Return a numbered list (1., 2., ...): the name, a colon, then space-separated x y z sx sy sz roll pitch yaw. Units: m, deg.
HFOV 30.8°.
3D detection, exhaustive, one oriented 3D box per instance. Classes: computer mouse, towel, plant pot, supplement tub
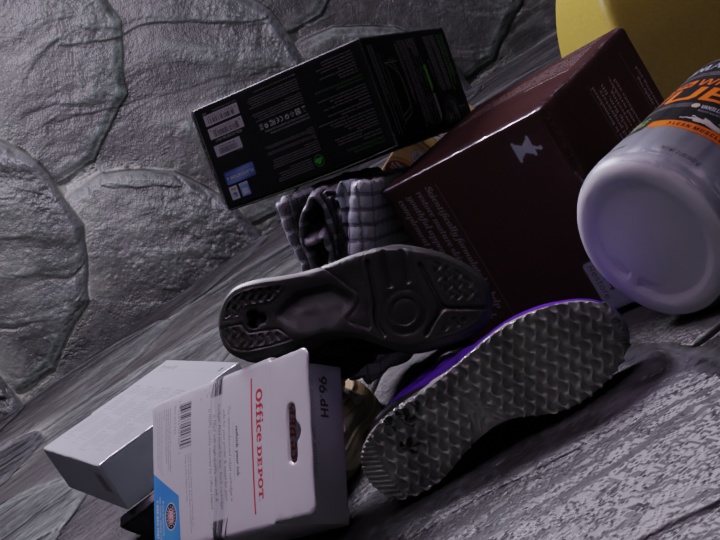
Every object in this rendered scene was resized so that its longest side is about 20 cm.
1. computer mouse: -0.112 0.174 1.145 0.140 0.046 0.200 -37 -4 31
2. towel: 0.000 0.000 1.108 0.085 0.168 0.200 -1 9 17
3. plant pot: 0.330 -0.276 1.472 0.193 0.201 0.195 -34 10 -9
4. supplement tub: 0.248 -0.070 0.908 0.200 0.123 0.122 -40 11 -37

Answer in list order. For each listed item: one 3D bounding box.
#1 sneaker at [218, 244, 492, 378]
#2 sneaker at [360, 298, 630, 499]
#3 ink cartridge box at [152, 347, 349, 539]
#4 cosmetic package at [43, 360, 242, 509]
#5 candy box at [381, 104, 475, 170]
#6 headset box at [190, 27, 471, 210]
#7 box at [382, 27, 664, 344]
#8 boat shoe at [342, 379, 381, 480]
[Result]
1. sneaker: 0.008 0.032 0.949 0.197 0.077 0.114 -11 -11 21
2. sneaker: 0.088 0.072 0.894 0.199 0.070 0.100 -31 7 12
3. ink cartridge box: -0.071 0.135 0.942 0.067 0.117 0.199 10 -22 -38
4. cosmetic package: -0.192 0.143 1.188 0.150 0.052 0.199 -38 14 -23
5. candy box: 0.043 -0.073 1.320 0.117 0.056 0.201 -44 -12 -53
6. headset box: -0.017 -0.136 1.143 0.173 0.094 0.200 -18 4 26
7. box: 0.157 -0.065 1.061 0.163 0.167 0.200 -25 11 38
8. boat shoe: -0.031 0.119 1.079 0.072 0.065 0.200 -31 9 13
